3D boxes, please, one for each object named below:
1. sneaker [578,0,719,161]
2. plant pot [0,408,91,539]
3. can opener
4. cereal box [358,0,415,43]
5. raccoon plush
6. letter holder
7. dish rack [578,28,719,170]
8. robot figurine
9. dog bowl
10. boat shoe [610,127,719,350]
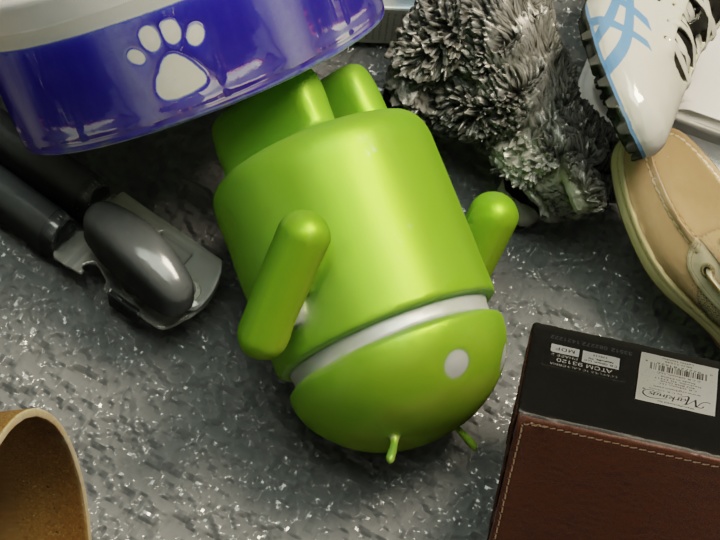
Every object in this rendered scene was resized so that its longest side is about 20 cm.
[{"bbox_3d":[0.157,-0.131,1.369,0.072,0.072,0.200,-12,35,21],"label":"sneaker"},{"bbox_3d":[-0.240,0.150,1.179,0.199,0.187,0.187,2,57,13],"label":"plant pot"},{"bbox_3d":[-0.154,-0.039,1.362,0.200,0.067,0.053,33,62,20],"label":"can opener"},{"bbox_3d":[-0.046,-0.196,1.481,0.199,0.040,0.144,3,58,-4],"label":"cereal box"},{"bbox_3d":[0.092,-0.115,1.364,0.134,0.201,0.097,28,43,24],"label":"raccoon plush"},{"bbox_3d":[0.162,0.128,1.276,0.199,0.143,0.101,12,26,3],"label":"letter holder"},{"bbox_3d":[0.226,-0.141,1.473,0.171,0.044,0.200,21,59,7],"label":"dish rack"},{"bbox_3d":[0.000,0.000,1.305,0.175,0.116,0.201,-6,71,-53],"label":"robot figurine"},{"bbox_3d":[-0.091,-0.132,1.328,0.200,0.200,0.079,-26,105,-20],"label":"dog bowl"},{"bbox_3d":[0.202,0.004,1.341,0.071,0.065,0.200,-25,77,-40],"label":"boat shoe"}]
